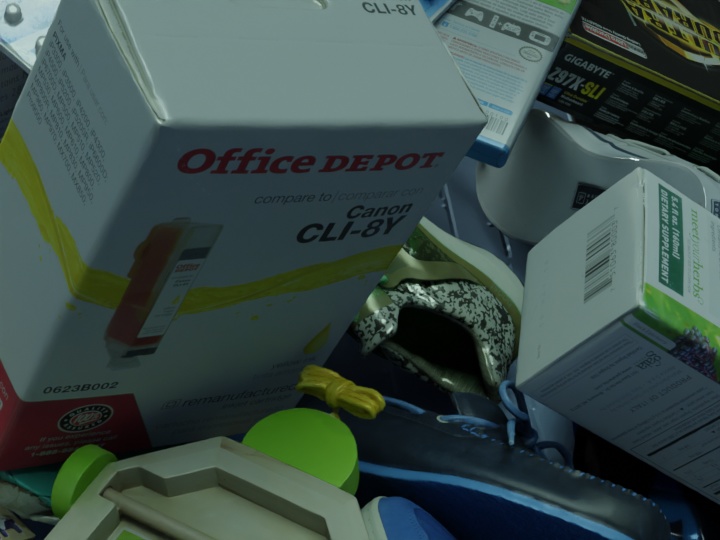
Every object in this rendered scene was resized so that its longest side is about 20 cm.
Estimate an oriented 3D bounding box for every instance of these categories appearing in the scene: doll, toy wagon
[{"bbox_3d":[0.129,0.089,0.759,0.136,0.048,0.200,9,48,-8],"label":"doll"},{"bbox_3d":[-0.053,0.118,0.613,0.155,0.040,0.200,22,50,22],"label":"toy wagon"}]

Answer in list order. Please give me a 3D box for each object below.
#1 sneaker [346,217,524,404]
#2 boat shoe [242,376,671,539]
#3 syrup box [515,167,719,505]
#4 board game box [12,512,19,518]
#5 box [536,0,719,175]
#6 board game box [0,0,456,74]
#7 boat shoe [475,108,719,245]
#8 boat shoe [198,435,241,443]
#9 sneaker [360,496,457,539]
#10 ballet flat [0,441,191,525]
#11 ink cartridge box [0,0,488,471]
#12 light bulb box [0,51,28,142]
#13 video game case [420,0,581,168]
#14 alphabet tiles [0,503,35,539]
[{"bbox_3d":[0.000,0.000,0.762,0.200,0.077,0.089,30,23,-12],"label":"sneaker"},{"bbox_3d":[0.042,0.078,0.709,0.200,0.084,0.069,16,55,25],"label":"boat shoe"},{"bbox_3d":[0.169,0.048,0.715,0.200,0.081,0.079,30,46,-21],"label":"syrup box"},{"bbox_3d":[-0.215,0.028,0.773,0.151,0.037,0.200,7,51,1],"label":"board game box"},{"bbox_3d":[0.158,-0.136,0.937,0.200,0.049,0.160,19,38,-31],"label":"box"},{"bbox_3d":[-0.074,-0.149,0.773,0.200,0.026,0.200,39,64,8],"label":"board game box"},{"bbox_3d":[0.134,-0.034,0.860,0.065,0.074,0.200,14,11,-33],"label":"boat shoe"},{"bbox_3d":[-0.018,0.146,0.670,0.069,0.074,0.200,0,40,-29],"label":"boat shoe"},{"bbox_3d":[0.094,0.137,0.630,0.200,0.111,0.077,47,13,21],"label":"sneaker"},{"bbox_3d":[-0.102,0.061,0.741,0.072,0.072,0.200,24,37,18],"label":"ballet flat"},{"bbox_3d":[-0.065,-0.019,0.637,0.145,0.200,0.083,-4,53,-36],"label":"ink cartridge box"},{"bbox_3d":[-0.181,-0.192,0.910,0.125,0.200,0.198,34,49,27],"label":"light bulb box"},{"bbox_3d":[0.041,-0.154,0.828,0.143,0.018,0.200,22,60,8],"label":"video game case"},{"bbox_3d":[-0.221,0.048,0.644,0.200,0.006,0.166,40,12,14],"label":"alphabet tiles"}]
